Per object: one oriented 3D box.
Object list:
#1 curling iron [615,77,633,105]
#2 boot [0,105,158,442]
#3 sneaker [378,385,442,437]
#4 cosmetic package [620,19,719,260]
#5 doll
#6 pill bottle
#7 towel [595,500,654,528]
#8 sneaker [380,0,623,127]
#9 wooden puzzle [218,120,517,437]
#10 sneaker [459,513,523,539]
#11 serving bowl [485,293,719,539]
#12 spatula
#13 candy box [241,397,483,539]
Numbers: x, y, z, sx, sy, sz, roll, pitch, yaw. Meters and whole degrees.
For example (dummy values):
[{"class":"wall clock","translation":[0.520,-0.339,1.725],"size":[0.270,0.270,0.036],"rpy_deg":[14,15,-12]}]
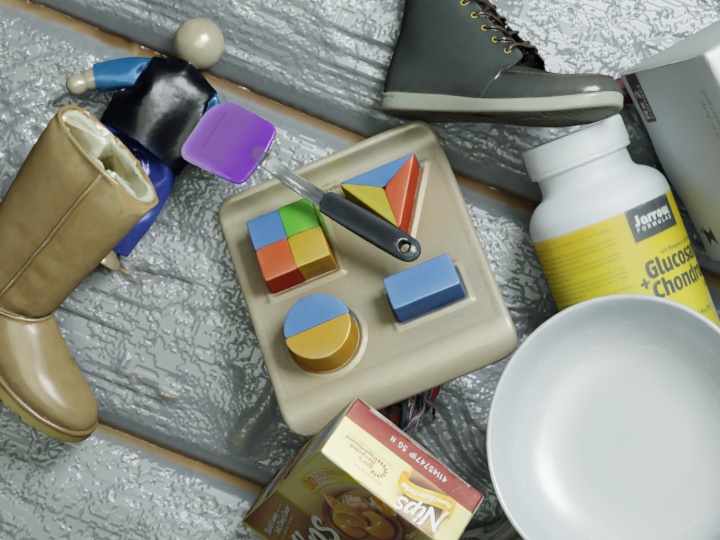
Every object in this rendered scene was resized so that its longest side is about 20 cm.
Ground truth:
[{"class":"curling iron","translation":[0.210,-0.138,1.328],"size":[0.198,0.050,0.026],"rpy_deg":[-9,95,-8]},{"class":"boot","translation":[-0.215,0.009,1.268],"size":[0.175,0.066,0.200],"rpy_deg":[44,115,-2]},{"class":"sneaker","translation":[0.041,0.072,1.313],"size":[0.080,0.075,0.201],"rpy_deg":[23,90,-2]},{"class":"cosmetic package","translation":[0.332,-0.123,1.254],"size":[0.199,0.165,0.166],"rpy_deg":[-30,96,-11]},{"class":"doll","translation":[-0.168,-0.106,1.314],"size":[0.136,0.048,0.201],"rpy_deg":[33,91,-3]},{"class":"pill bottle","translation":[0.194,-0.010,1.296],"size":[0.111,0.112,0.202],"rpy_deg":[-21,93,-1]},{"class":"towel","translation":[0.254,0.125,1.299],"size":[0.198,0.145,0.024],"rpy_deg":[-16,125,-1]},{"class":"sneaker","translation":[0.104,-0.165,1.272],"size":[0.199,0.075,0.107],"rpy_deg":[6,88,33]},{"class":"wooden puzzle","translation":[0.000,0.000,1.286],"size":[0.184,0.046,0.201],"rpy_deg":[-22,68,3]},{"class":"sneaker","translation":[0.144,0.223,1.331],"size":[0.199,0.078,0.100],"rpy_deg":[-31,116,-6]},{"class":"serving bowl","translation":[0.192,0.122,1.212],"size":[0.198,0.066,0.202],"rpy_deg":[-4,77,19]},{"class":"spatula","translation":[-0.040,-0.062,1.273],"size":[0.199,0.021,0.057],"rpy_deg":[31,80,9]},{"class":"candy box","translation":[-0.003,0.175,1.253],"size":[0.115,0.200,0.055],"rpy_deg":[39,61,-2]}]
